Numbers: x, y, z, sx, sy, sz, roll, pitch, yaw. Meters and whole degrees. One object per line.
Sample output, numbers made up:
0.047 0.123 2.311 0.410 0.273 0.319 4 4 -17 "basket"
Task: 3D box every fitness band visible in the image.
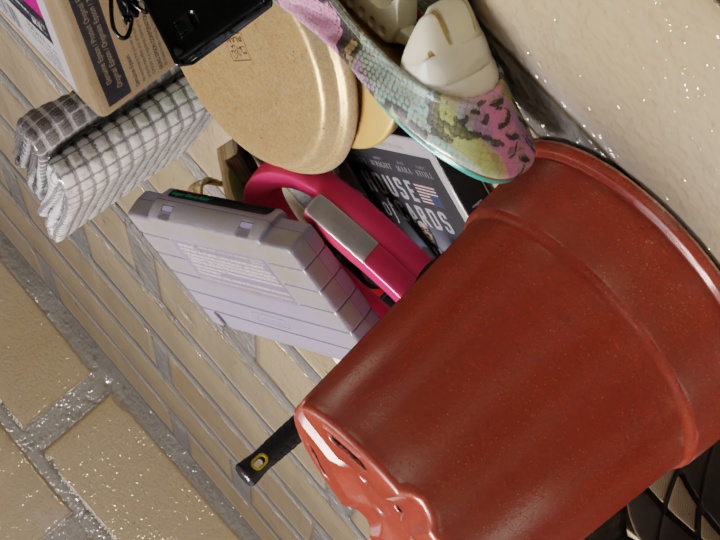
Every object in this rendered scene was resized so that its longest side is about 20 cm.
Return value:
0.000 0.000 1.071 0.200 0.037 0.144 43 163 1 "fitness band"

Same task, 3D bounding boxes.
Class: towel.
-0.201 -0.117 1.274 0.086 0.165 0.200 54 163 -2 "towel"

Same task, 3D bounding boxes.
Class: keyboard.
-0.126 -0.220 0.929 0.202 0.103 0.040 64 -160 8 "keyboard"

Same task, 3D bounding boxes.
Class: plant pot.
0.081 0.070 0.839 0.201 0.195 0.201 45 163 18 "plant pot"

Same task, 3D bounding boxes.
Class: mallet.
-0.019 0.078 1.138 0.066 0.199 0.041 55 158 6 "mallet"

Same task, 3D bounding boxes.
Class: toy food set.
-0.061 -0.153 0.973 0.199 0.048 0.199 60 153 -6 "toy food set"

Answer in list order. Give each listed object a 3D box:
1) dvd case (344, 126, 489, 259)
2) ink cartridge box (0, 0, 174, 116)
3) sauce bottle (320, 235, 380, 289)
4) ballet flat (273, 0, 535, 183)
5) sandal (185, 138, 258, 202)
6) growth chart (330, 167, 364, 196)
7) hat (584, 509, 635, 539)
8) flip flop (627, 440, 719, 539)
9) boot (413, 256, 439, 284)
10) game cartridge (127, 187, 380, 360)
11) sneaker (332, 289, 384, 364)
0.061 -0.017 1.019 0.201 0.025 0.150 57 163 -23 "dvd case"
-0.224 -0.228 1.064 0.200 0.075 0.165 45 164 27 "ink cartridge box"
-0.031 -0.005 1.226 0.065 0.065 0.199 55 154 -17 "sauce bottle"
0.021 -0.130 0.823 0.200 0.069 0.072 45 137 22 "ballet flat"
-0.110 -0.041 1.217 0.078 0.069 0.212 57 -173 -20 "sandal"
-0.059 -0.108 1.125 0.200 0.018 0.145 49 175 9 "growth chart"
0.132 0.168 1.084 0.200 0.198 0.082 -170 82 -67 "hat"
0.233 0.166 0.877 0.199 0.081 0.058 35 173 31 "flip flop"
0.060 0.098 0.980 0.097 0.074 0.203 63 -154 -71 "boot"
-0.072 0.002 1.100 0.199 0.038 0.130 13 143 48 "game cartridge"
0.043 0.099 1.235 0.200 0.078 0.116 48 165 8 "sneaker"
